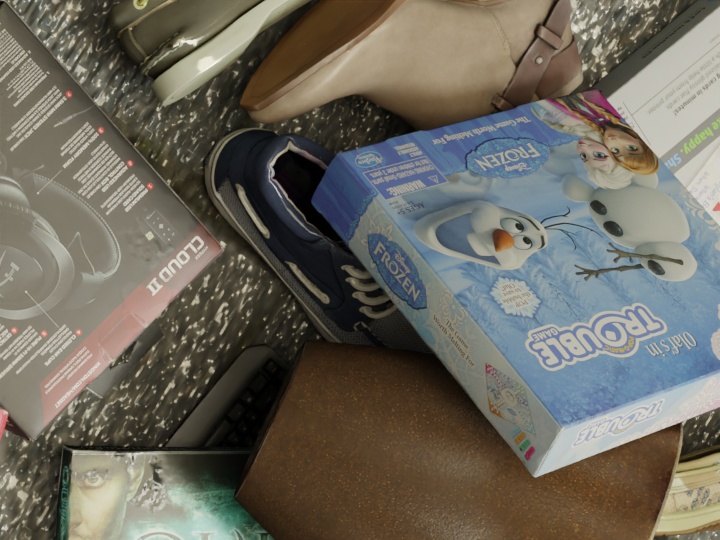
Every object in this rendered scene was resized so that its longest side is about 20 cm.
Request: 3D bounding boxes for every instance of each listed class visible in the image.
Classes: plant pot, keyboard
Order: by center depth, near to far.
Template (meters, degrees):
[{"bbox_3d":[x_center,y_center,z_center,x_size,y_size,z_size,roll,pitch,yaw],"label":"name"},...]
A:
[{"bbox_3d":[0.041,0.121,1.559,0.199,0.187,0.187,25,84,-2],"label":"plant pot"},{"bbox_3d":[-0.075,0.153,1.636,0.127,0.021,0.200,42,79,-19],"label":"keyboard"}]

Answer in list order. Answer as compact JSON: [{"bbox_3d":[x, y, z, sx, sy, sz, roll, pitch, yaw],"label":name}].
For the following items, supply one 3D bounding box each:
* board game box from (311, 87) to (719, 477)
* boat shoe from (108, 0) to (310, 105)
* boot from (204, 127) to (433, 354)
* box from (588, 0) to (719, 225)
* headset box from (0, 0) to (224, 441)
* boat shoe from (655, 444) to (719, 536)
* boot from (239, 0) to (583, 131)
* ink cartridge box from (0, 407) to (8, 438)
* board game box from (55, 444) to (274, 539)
[{"bbox_3d":[0.109,0.000,1.551,0.200,0.043,0.199,-17,58,-40],"label":"board game box"},{"bbox_3d":[-0.048,-0.169,1.597,0.202,0.072,0.060,-39,90,-24],"label":"boat shoe"},{"bbox_3d":[0.000,0.000,1.617,0.200,0.090,0.073,41,78,-19],"label":"boot"},{"bbox_3d":[0.217,-0.045,1.731,0.156,0.041,0.200,-38,107,-15],"label":"box"},{"bbox_3d":[-0.183,-0.020,1.550,0.149,0.077,0.200,-46,109,-13],"label":"headset box"},{"bbox_3d":[0.187,0.122,1.717,0.199,0.073,0.063,-3,88,-28],"label":"boat shoe"},{"bbox_3d":[0.040,-0.104,1.630,0.200,0.070,0.146,-43,121,-16],"label":"boot"},{"bbox_3d":[-0.261,0.149,1.491,0.084,0.145,0.201,19,86,-21],"label":"ink cartridge box"},{"bbox_3d":[-0.070,0.164,1.613,0.199,0.028,0.136,1,92,-22],"label":"board game box"}]
